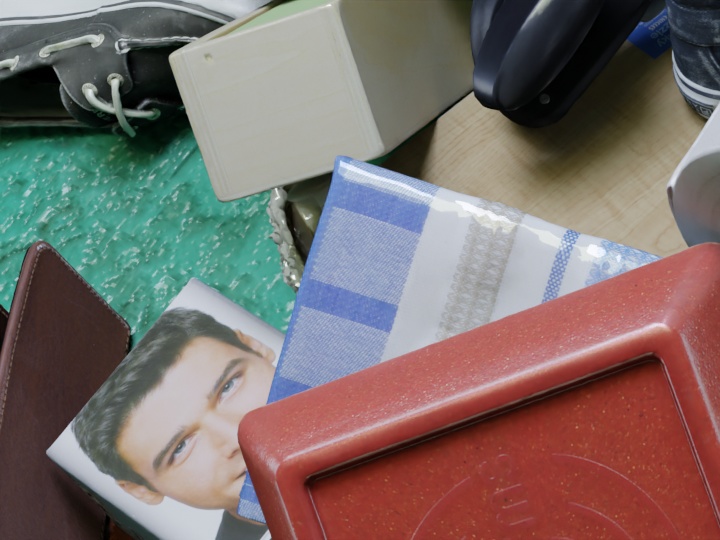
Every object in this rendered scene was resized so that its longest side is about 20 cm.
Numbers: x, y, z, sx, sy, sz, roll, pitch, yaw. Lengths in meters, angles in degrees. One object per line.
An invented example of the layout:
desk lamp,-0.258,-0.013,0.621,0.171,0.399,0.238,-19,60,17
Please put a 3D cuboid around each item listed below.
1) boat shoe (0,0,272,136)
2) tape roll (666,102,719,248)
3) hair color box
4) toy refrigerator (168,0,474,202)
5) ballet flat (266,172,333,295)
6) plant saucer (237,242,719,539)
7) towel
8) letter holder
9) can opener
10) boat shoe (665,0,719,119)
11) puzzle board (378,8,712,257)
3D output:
boat shoe,-0.109,-0.092,1.364,0.199,0.071,0.064,-1,55,41
tape roll,0.227,-0.033,1.011,0.202,0.203,0.139,19,68,40
hair color box,-0.026,0.091,1.171,0.200,0.061,0.099,30,76,43
toy refrigerator,-0.004,-0.092,1.214,0.076,0.070,0.200,-16,9,22
ballet flat,0.000,0.000,1.166,0.072,0.072,0.200,-41,24,-2
plant saucer,0.068,0.116,1.026,0.199,0.037,0.201,-21,87,19
towel,0.060,0.056,1.056,0.199,0.024,0.148,20,99,16
letter holder,-0.182,0.078,1.220,0.100,0.142,0.201,-14,50,23
can opener,0.112,-0.140,1.139,0.200,0.063,0.079,-52,27,2
boat shoe,0.205,-0.136,1.122,0.200,0.091,0.071,-30,48,-9
puzzle board,0.125,-0.057,1.154,0.200,0.017,0.151,-38,49,-15
